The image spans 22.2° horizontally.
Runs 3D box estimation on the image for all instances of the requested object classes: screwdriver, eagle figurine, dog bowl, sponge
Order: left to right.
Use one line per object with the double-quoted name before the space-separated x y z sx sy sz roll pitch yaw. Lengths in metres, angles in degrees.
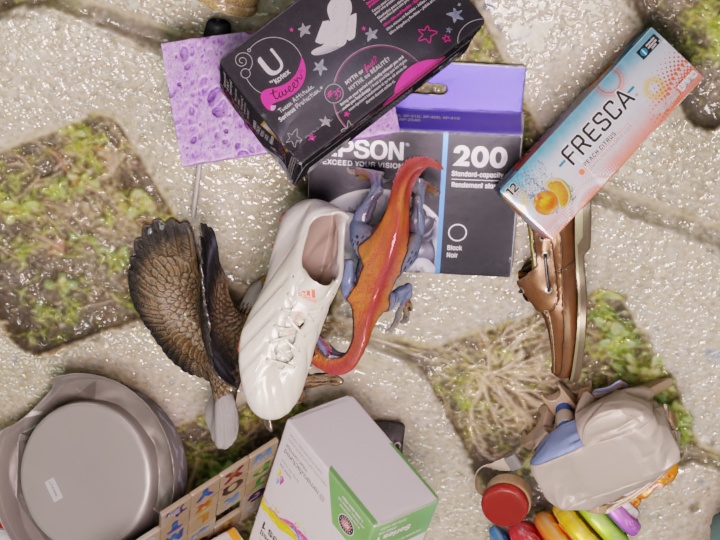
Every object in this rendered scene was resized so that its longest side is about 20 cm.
"dog bowl" -0.257 0.198 1.778 0.199 0.059 0.201 -1 88 21
"screwdriver" -0.143 -0.134 1.688 0.028 0.029 0.201 9 109 -3
"eagle figurine" -0.132 0.050 1.722 0.152 0.151 0.200 -34 120 25
"sponge" -0.071 -0.162 1.639 0.199 0.030 0.112 -9 90 -6

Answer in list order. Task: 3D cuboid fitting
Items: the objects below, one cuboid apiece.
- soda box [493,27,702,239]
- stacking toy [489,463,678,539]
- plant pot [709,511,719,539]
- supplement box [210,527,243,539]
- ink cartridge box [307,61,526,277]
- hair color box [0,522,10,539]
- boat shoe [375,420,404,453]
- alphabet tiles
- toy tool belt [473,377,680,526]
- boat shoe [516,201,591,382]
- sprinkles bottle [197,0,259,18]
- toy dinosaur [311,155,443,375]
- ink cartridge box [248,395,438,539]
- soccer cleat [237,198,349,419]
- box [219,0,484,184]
"soda box" 0.210 -0.121 1.638 0.068 0.064 0.200 43 92 -4
"stacking toy" 0.235 0.249 1.817 0.200 0.110 0.116 -43 122 6
"plant pot" 0.415 0.310 1.786 0.160 0.201 0.201 6 114 13
"supplement box" -0.200 0.343 1.786 0.074 0.200 0.126 55 140 13
"ink cartridge box" 0.050 -0.094 1.696 0.197 0.043 0.201 2 112 1
"hair color box" -0.418 0.284 1.860 0.199 0.061 0.102 5 113 1
"boat shoe" 0.034 0.240 1.831 0.066 0.070 0.201 -7 106 6
"alphabet tiles" -0.165 0.245 1.754 0.200 0.167 0.008 -32 70 -22
"toy tool belt" 0.212 0.170 1.774 0.200 0.123 0.125 -27 108 21
"boat shoe" 0.179 0.006 1.725 0.068 0.072 0.201 0 102 2
"sprinkles bottle" -0.087 -0.321 1.587 0.068 0.068 0.201 20 113 -7
"toy dinosaur" 0.000 0.000 1.636 0.105 0.200 0.182 15 77 3
"ink cartridge box" -0.021 0.245 1.755 0.084 0.145 0.200 -18 142 -35
"soccer cleat" -0.058 0.033 1.620 0.069 0.077 0.201 16 83 -31
"box" -0.012 -0.184 1.565 0.200 0.132 0.115 -37 89 -7
